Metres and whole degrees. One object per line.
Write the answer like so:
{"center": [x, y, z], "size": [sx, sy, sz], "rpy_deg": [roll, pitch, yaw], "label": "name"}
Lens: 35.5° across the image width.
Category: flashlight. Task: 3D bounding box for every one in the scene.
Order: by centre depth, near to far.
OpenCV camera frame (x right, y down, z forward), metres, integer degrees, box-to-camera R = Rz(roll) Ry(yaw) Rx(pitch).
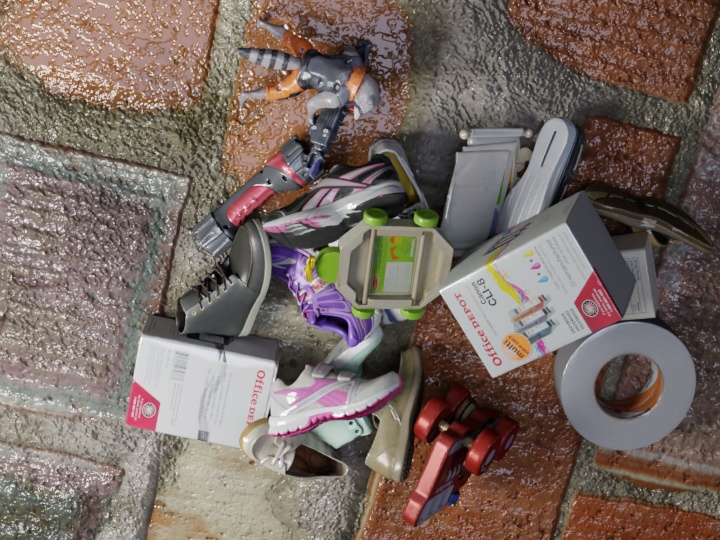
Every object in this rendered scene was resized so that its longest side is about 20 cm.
{"center": [-0.140, -0.097, 1.552], "size": [0.200, 0.068, 0.068], "rpy_deg": [-42, 99, 10], "label": "flashlight"}

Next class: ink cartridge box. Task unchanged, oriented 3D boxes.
{"center": [0.231, 0.019, 1.472], "size": [0.199, 0.145, 0.146], "rpy_deg": [-29, 99, 28], "label": "ink cartridge box"}
{"center": [-0.226, 0.162, 1.625], "size": [0.197, 0.084, 0.147], "rpy_deg": [12, 108, -6], "label": "ink cartridge box"}

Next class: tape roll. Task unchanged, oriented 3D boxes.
{"center": [0.386, 0.158, 1.650], "size": [0.197, 0.066, 0.203], "rpy_deg": [0, 109, -1], "label": "tape roll"}

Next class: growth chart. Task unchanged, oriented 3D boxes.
{"center": [0.167, -0.106, 1.554], "size": [0.143, 0.018, 0.202], "rpy_deg": [4, 110, -36], "label": "growth chart"}

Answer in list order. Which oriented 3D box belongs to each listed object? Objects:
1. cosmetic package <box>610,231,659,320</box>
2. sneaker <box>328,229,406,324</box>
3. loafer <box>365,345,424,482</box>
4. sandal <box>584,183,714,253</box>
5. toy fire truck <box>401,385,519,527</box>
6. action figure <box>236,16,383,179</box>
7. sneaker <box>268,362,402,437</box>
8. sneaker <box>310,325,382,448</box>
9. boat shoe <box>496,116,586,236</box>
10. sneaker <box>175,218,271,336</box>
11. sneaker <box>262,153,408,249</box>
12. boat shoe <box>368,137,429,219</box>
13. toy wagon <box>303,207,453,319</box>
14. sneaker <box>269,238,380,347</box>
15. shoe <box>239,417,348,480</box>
{"center": [0.307, 0.015, 1.565], "size": [0.198, 0.073, 0.105], "rpy_deg": [-6, 110, 21], "label": "cosmetic package"}
{"center": [0.000, 0.000, 1.580], "size": [0.200, 0.075, 0.088], "rpy_deg": [46, 131, -8], "label": "sneaker"}
{"center": [0.050, 0.199, 1.609], "size": [0.067, 0.202, 0.076], "rpy_deg": [6, 153, 10], "label": "loafer"}
{"center": [0.398, -0.065, 1.577], "size": [0.198, 0.081, 0.054], "rpy_deg": [17, 122, -5], "label": "sandal"}
{"center": [0.135, 0.272, 1.620], "size": [0.111, 0.199, 0.169], "rpy_deg": [30, 107, 21], "label": "toy fire truck"}
{"center": [-0.067, -0.232, 1.470], "size": [0.191, 0.105, 0.202], "rpy_deg": [13, 80, 11], "label": "action figure"}
{"center": [-0.041, 0.166, 1.556], "size": [0.198, 0.081, 0.089], "rpy_deg": [-15, 77, 1], "label": "sneaker"}
{"center": [-0.006, 0.171, 1.637], "size": [0.118, 0.074, 0.201], "rpy_deg": [39, 113, -6], "label": "sneaker"}
{"center": [0.259, -0.111, 1.554], "size": [0.070, 0.072, 0.202], "rpy_deg": [11, 112, -40], "label": "boat shoe"}
{"center": [-0.189, 0.018, 1.543], "size": [0.105, 0.075, 0.202], "rpy_deg": [-4, 132, -27], "label": "sneaker"}
{"center": [-0.036, -0.095, 1.504], "size": [0.198, 0.087, 0.081], "rpy_deg": [-16, 151, 5], "label": "sneaker"}
{"center": [0.065, -0.082, 1.552], "size": [0.074, 0.086, 0.204], "rpy_deg": [-17, 107, 4], "label": "boat shoe"}
{"center": [0.022, -0.010, 1.489], "size": [0.197, 0.040, 0.157], "rpy_deg": [1, 121, -10], "label": "toy wagon"}
{"center": [-0.065, 0.030, 1.559], "size": [0.199, 0.084, 0.081], "rpy_deg": [36, 150, 9], "label": "sneaker"}
{"center": [-0.092, 0.262, 1.626], "size": [0.199, 0.053, 0.071], "rpy_deg": [27, 91, -45], "label": "shoe"}
